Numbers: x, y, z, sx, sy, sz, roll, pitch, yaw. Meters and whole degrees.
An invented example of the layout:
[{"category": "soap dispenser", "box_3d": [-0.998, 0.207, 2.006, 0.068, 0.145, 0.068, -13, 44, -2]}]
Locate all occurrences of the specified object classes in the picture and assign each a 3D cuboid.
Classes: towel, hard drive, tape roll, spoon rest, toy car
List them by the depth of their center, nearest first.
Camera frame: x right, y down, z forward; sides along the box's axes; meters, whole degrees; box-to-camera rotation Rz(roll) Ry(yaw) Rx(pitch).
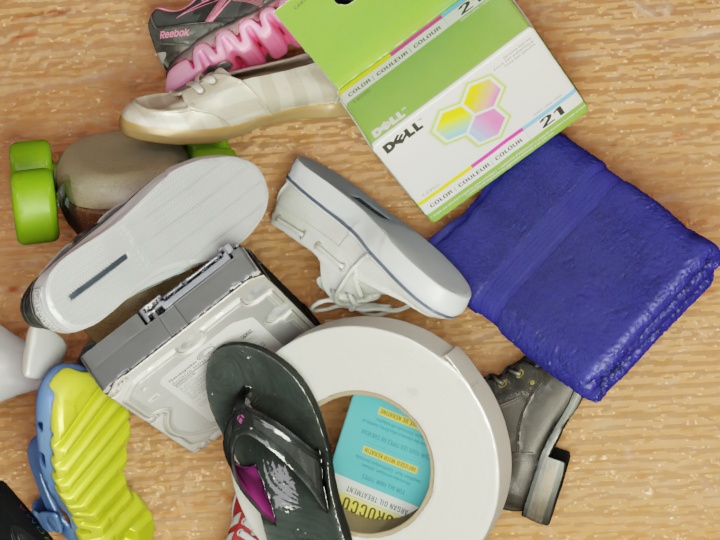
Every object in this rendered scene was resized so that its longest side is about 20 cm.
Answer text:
[{"category": "tape roll", "box_3d": [0.007, 0.132, 1.634, 0.202, 0.037, 0.204, 4, 102, 17]}, {"category": "hard drive", "box_3d": [-0.105, 0.059, 1.671, 0.140, 0.200, 0.038, -38, 67, 1]}, {"category": "towel", "box_3d": [0.152, -0.005, 1.681, 0.148, 0.050, 0.200, -47, 49, -3]}, {"category": "spoon rest", "box_3d": [-0.285, 0.069, 1.730, 0.200, 0.061, 0.100, -3, 72, 45]}, {"category": "toy car", "box_3d": [-0.169, 0.004, 1.735, 0.164, 0.158, 0.201, -6, 108, -7]}]

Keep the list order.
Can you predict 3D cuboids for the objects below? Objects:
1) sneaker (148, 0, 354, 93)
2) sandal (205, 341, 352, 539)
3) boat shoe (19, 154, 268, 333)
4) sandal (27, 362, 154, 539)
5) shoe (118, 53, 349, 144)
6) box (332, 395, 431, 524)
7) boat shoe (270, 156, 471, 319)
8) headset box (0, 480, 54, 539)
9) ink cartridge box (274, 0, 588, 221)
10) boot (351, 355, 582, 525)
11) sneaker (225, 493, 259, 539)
[{"category": "sneaker", "box_3d": [-0.075, -0.207, 1.765, 0.200, 0.079, 0.096, -30, 63, -1]}, {"category": "sandal", "box_3d": [-0.053, 0.144, 1.610, 0.075, 0.048, 0.201, -20, 96, 21]}, {"category": "boat shoe", "box_3d": [-0.155, -0.023, 1.609, 0.200, 0.071, 0.072, -31, 105, -30]}, {"category": "sandal", "box_3d": [-0.213, 0.143, 1.699, 0.087, 0.200, 0.079, 27, 50, 29]}, {"category": "shoe", "box_3d": [-0.086, -0.133, 1.723, 0.199, 0.070, 0.054, -10, 110, -26]}, {"category": "box", "box_3d": [0.013, 0.174, 1.687, 0.082, 0.049, 0.201, 20, 107, 12]}, {"category": "boat shoe", "box_3d": [-0.004, -0.001, 1.704, 0.202, 0.074, 0.086, 39, 106, 37]}, {"category": "headset box", "box_3d": [-0.265, 0.243, 1.672, 0.093, 0.200, 0.174, -41, 81, 1]}, {"category": "ink cartridge box", "box_3d": [0.051, -0.150, 1.669, 0.148, 0.200, 0.076, -36, 47, 6]}, {"category": "boot", "box_3d": [0.078, 0.087, 1.715, 0.173, 0.069, 0.201, 15, 87, 8]}, {"category": "sneaker", "box_3d": [-0.081, 0.215, 1.697, 0.071, 0.112, 0.201, 18, 87, 7]}]
